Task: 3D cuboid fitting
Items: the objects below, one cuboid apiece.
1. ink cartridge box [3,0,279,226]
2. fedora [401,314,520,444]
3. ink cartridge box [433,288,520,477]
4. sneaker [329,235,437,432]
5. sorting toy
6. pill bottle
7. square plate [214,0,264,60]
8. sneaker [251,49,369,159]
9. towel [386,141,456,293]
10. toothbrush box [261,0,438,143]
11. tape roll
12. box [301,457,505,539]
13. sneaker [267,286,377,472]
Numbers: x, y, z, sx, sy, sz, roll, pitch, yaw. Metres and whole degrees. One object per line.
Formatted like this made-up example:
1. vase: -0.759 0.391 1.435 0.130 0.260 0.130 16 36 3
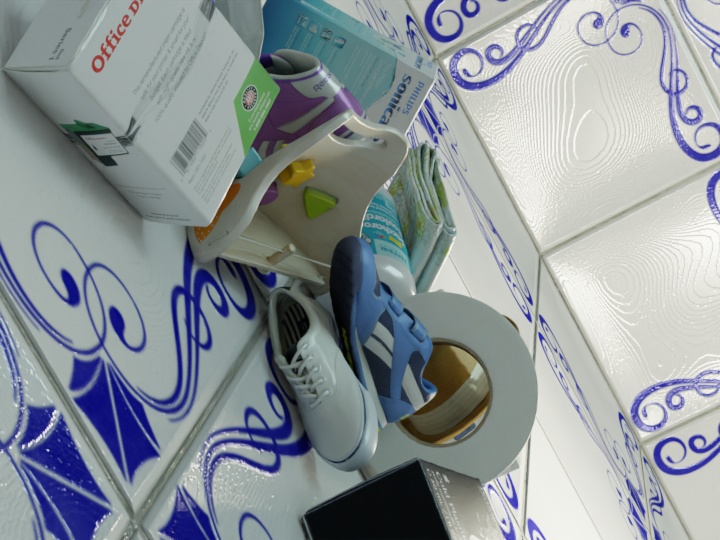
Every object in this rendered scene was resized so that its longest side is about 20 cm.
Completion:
1. ink cartridge box: -0.170 -0.154 1.255 0.200 0.084 0.147 50 56 -42
2. fedora: 0.079 0.099 1.657 0.082 0.200 0.201 48 18 -22
3. ink cartridge box: 0.110 0.143 1.884 0.201 0.087 0.146 61 13 -17
4. sneaker: 0.022 0.054 1.495 0.074 0.081 0.202 -125 -159 -62
5. sorting toy: -0.048 -0.080 1.449 0.199 0.179 0.108 18 40 -57
6. pill bottle: 0.000 0.000 1.687 0.111 0.110 0.201 52 17 -39
7. square plate: -0.130 -0.202 1.533 0.199 0.028 0.201 -101 -159 -50
8. sneaker: -0.086 -0.162 1.539 0.115 0.199 0.073 51 51 -24
9. towel: 0.047 -0.025 1.799 0.048 0.201 0.172 13 35 -16
10. toothbrush box: -0.035 -0.198 1.684 0.198 0.147 0.085 28 19 -3
11. tape roll: 0.079 0.123 1.561 0.037 0.201 0.205 49 16 -80
12. box: 0.065 0.287 1.372 0.202 0.123 0.196 68 12 19
13. sneaker: -0.045 0.099 1.446 0.071 0.073 0.201 34 22 -45
